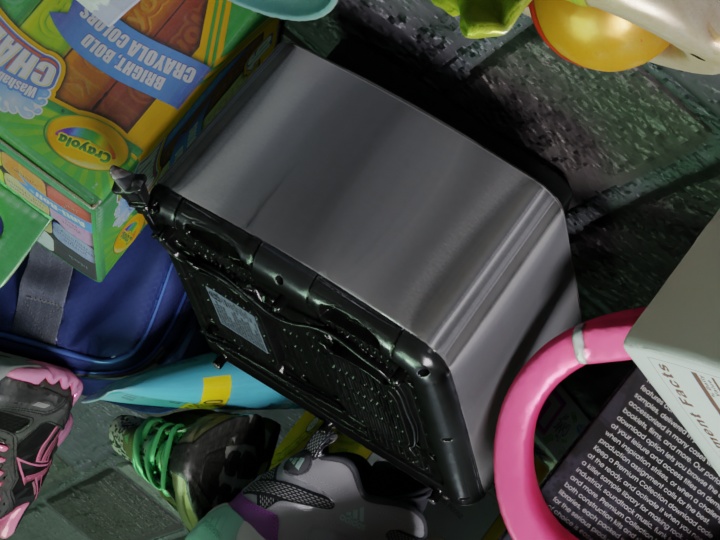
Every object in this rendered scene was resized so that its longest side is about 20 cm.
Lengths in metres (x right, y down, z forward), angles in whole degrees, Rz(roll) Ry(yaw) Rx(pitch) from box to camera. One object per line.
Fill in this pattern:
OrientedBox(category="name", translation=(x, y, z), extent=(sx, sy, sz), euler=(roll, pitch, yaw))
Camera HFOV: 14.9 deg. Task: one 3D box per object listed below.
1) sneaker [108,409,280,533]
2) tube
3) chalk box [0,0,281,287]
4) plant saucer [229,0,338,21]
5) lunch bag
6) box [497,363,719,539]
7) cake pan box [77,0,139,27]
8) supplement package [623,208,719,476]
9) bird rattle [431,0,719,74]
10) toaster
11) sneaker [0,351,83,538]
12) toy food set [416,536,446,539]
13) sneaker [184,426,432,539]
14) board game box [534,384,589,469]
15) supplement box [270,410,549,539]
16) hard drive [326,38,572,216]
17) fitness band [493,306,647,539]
OrientedBox(category="sneaker", translation=(-0.099, 0.106, 1.508), extent=(0.088, 0.077, 0.200), euler=(14, 175, 4))
OrientedBox(category="tube", translation=(-0.045, 0.054, 1.474), extent=(0.077, 0.199, 0.051), euler=(146, 116, -69))
OrientedBox(category="chalk box", translation=(-0.146, -0.086, 1.385), extent=(0.125, 0.200, 0.124), euler=(35, 163, 7))
OrientedBox(category="plant saucer", translation=(-0.080, -0.195, 1.256), extent=(0.200, 0.036, 0.200), euler=(34, 162, 13))
OrientedBox(category="lunch bag", translation=(-0.138, -0.033, 1.525), extent=(0.136, 0.200, 0.132), euler=(13, 168, 13))
OrientedBox(category="box", translation=(0.165, 0.119, 1.329), extent=(0.143, 0.200, 0.036), euler=(37, -162, 2))
OrientedBox(category="cake pan box", translation=(-0.143, -0.202, 1.221), extent=(0.184, 0.052, 0.200), euler=(39, 163, -12))
OrientedBox(category="supplement package", translation=(0.229, 0.041, 1.108), extent=(0.200, 0.117, 0.117), euler=(18, 154, 48))
OrientedBox(category="bird rattle", translation=(0.071, -0.113, 1.074), extent=(0.163, 0.113, 0.200), euler=(25, 169, -16))
OrientedBox(category="toaster", translation=(0.000, 0.000, 1.342), extent=(0.181, 0.119, 0.200), euler=(30, 162, 22))
OrientedBox(category="sneaker", translation=(-0.199, 0.097, 1.491), extent=(0.079, 0.096, 0.200), euler=(18, 164, 4))
OrientedBox(category="toy food set", translation=(-0.021, 0.228, 1.400), extent=(0.060, 0.143, 0.200), euler=(-116, 21, -55))
OrientedBox(category="sneaker", translation=(0.009, 0.158, 1.463), extent=(0.078, 0.140, 0.200), euler=(41, 171, 44))
OrientedBox(category="board game box", translation=(0.035, 0.049, 1.651), extent=(0.200, 0.034, 0.134), euler=(15, 152, 51))
OrientedBox(category="supplement box", translation=(-0.004, 0.156, 1.604), extent=(0.109, 0.200, 0.109), euler=(44, 163, -19))
OrientedBox(category="hard drive", translation=(0.038, -0.036, 1.433), extent=(0.139, 0.033, 0.200), euler=(35, 162, 10))
OrientedBox(category="fitness band", translation=(0.160, 0.088, 1.286), extent=(0.199, 0.144, 0.037), euler=(-4, -170, 13))
